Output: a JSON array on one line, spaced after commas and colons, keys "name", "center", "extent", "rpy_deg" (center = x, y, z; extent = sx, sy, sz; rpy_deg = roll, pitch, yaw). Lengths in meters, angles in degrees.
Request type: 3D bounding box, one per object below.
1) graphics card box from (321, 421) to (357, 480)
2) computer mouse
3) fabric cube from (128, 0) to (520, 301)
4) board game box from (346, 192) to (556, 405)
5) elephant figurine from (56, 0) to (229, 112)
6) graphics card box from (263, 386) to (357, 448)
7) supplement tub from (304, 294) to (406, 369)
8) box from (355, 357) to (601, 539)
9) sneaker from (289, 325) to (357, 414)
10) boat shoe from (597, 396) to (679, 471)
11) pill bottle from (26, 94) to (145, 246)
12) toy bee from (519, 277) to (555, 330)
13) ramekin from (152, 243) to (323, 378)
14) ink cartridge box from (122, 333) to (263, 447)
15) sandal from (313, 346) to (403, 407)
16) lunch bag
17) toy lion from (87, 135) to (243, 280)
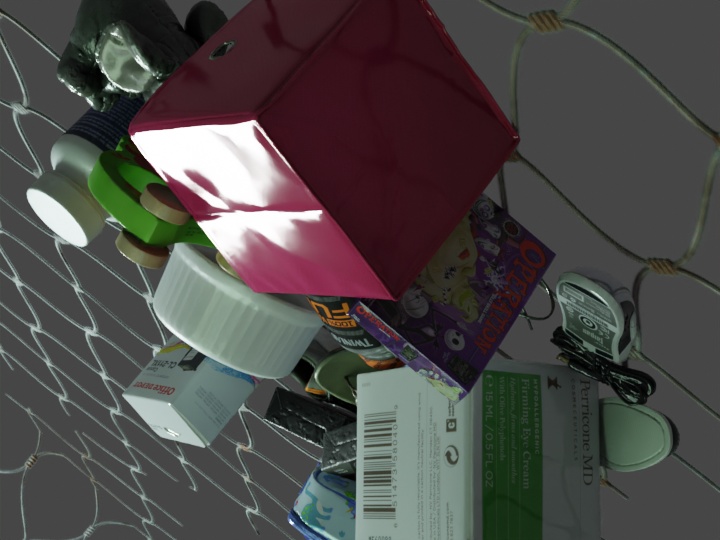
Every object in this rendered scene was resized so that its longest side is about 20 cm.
[{"name": "graphics card box", "center": [0.069, 0.223, 1.531], "extent": [0.200, 0.051, 0.125], "rpy_deg": [25, 147, -34]}, {"name": "computer mouse", "center": [0.222, 0.049, 1.196], "extent": [0.110, 0.044, 0.200], "rpy_deg": [33, 161, 25]}, {"name": "fabric cube", "center": [-0.031, -0.112, 1.089], "extent": [0.199, 0.196, 0.200], "rpy_deg": [3, 137, 53]}, {"name": "board game box", "center": [0.083, 0.010, 1.135], "extent": [0.120, 0.200, 0.032], "rpy_deg": [42, 137, -5]}, {"name": "elephant figurine", "center": [-0.183, -0.196, 1.243], "extent": [0.200, 0.142, 0.155], "rpy_deg": [25, 166, 41]}, {"name": "graphics card box", "center": [-0.016, 0.210, 1.691], "extent": [0.125, 0.051, 0.200], "rpy_deg": [21, 175, 38]}, {"name": "supplement tub", "center": [0.000, 0.000, 1.324], "extent": [0.122, 0.123, 0.200], "rpy_deg": [11, 144, 46]}, {"name": "box", "center": [0.115, 0.197, 1.318], "extent": [0.171, 0.200, 0.200], "rpy_deg": [8, 167, -34]}, {"name": "sneaker", "center": [-0.021, 0.147, 1.637], "extent": [0.200, 0.079, 0.074], "rpy_deg": [34, 130, 7]}, {"name": "boat shoe", "center": [0.253, 0.164, 1.327], "extent": [0.060, 0.076, 0.200], "rpy_deg": [4, 176, -33]}, {"name": "pill bottle", "center": [-0.251, -0.123, 1.372], "extent": [0.111, 0.200, 0.111], "rpy_deg": [31, 154, 17]}, {"name": "toy bee", "center": [0.064, 0.013, 1.240], "extent": [0.200, 0.131, 0.109], "rpy_deg": [45, 147, -7]}, {"name": "ramekin", "center": [-0.139, 0.039, 1.498], "extent": [0.200, 0.098, 0.200], "rpy_deg": [28, -171, -5]}, {"name": "ink cartridge box", "center": [-0.194, 0.121, 1.707], "extent": [0.146, 0.200, 0.083], "rpy_deg": [0, 135, 54]}, {"name": "sandal", "center": [0.037, 0.156, 1.570], "extent": [0.201, 0.080, 0.057], "rpy_deg": [32, -160, -12]}, {"name": "lunch bag", "center": [0.002, 0.295, 1.588], "extent": [0.161, 0.083, 0.200], "rpy_deg": [30, -174, 7]}, {"name": "toy lion", "center": [-0.176, -0.073, 1.241], "extent": [0.200, 0.069, 0.192], "rpy_deg": [8, -152, -51]}]
